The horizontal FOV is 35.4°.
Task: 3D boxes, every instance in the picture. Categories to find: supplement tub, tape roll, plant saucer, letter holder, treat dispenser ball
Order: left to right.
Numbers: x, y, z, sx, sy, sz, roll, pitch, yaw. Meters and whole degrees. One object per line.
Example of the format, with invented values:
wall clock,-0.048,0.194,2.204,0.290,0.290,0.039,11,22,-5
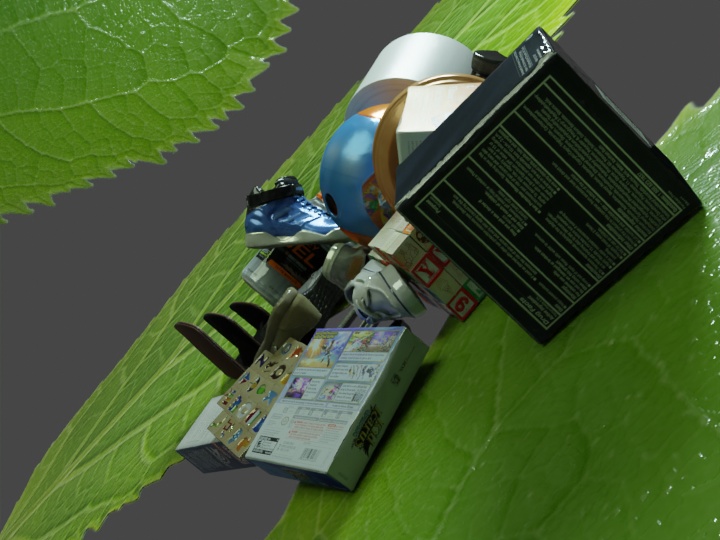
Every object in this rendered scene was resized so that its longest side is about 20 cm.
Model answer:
letter holder,-0.214,0.098,1.845,0.101,0.142,0.200,-52,14,-14
supplement tub,-0.090,-0.028,1.845,0.200,0.122,0.122,-50,14,-6
treat dispenser ball,0.043,-0.127,1.545,0.201,0.201,0.201,-44,14,15
tape roll,0.090,-0.235,1.695,0.202,0.203,0.140,-36,18,41
plant saucer,0.111,-0.134,1.357,0.200,0.200,0.037,-43,9,18

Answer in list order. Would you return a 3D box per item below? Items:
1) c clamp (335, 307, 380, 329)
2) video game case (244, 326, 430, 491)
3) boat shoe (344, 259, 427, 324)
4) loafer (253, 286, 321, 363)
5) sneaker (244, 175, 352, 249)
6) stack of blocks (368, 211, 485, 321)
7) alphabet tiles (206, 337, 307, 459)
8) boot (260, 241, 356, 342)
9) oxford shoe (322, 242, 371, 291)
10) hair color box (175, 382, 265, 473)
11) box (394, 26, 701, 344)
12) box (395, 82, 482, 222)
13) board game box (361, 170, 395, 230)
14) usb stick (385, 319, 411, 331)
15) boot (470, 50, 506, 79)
c clamp,-0.028,0.091,1.539,0.200,0.027,0.171,-51,14,-8
video game case,-0.029,0.151,1.273,0.199,0.045,0.182,-6,51,59
boat shoe,0.022,0.032,1.343,0.066,0.072,0.200,-40,17,-5
loafer,-0.102,0.105,1.598,0.076,0.067,0.201,-52,-12,-33
sneaker,-0.087,-0.095,1.754,0.198,0.112,0.077,-4,-3,17
stack of blocks,0.070,-0.013,1.339,0.059,0.115,0.200,-49,13,-4
alphabet tiles,-0.121,0.162,1.459,0.167,0.006,0.200,-47,24,-11
boot,-0.068,0.044,1.736,0.200,0.070,0.132,-42,6,3
oxford shoe,0.000,0.000,1.579,0.200,0.057,0.076,11,-80,-76
hair color box,-0.177,0.223,1.568,0.100,0.060,0.200,-56,16,-26
box,0.167,-0.080,1.050,0.198,0.200,0.123,-43,15,17
box,0.147,-0.135,1.245,0.198,0.107,0.153,-2,27,8
board game box,0.104,-0.104,1.426,0.200,0.158,0.039,-43,32,16
usb stick,-0.012,0.134,1.368,0.200,0.033,0.056,-44,15,19
boot,0.193,-0.191,1.470,0.069,0.198,0.175,48,129,54
